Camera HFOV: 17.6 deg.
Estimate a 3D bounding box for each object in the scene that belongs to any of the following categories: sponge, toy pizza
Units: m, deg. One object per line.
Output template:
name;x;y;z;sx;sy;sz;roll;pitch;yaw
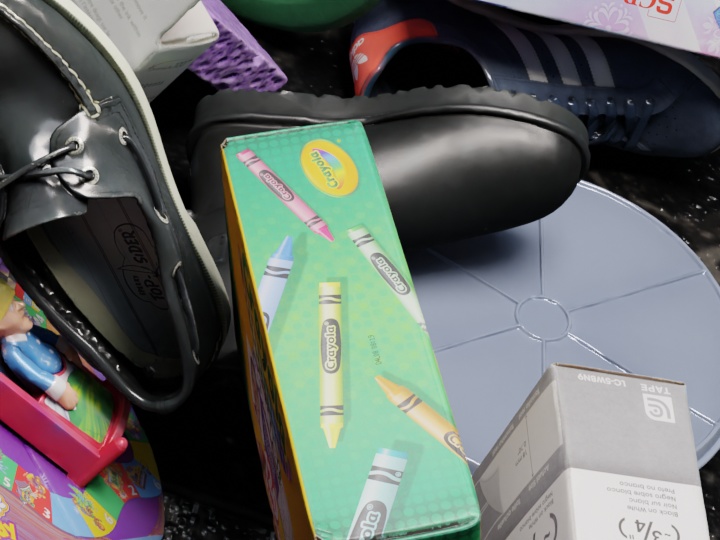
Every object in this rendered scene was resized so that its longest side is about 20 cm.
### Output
sponge;-0.102;-0.138;1.054;0.030;0.200;0.112;-42;74;5
toy pizza;0.081;0.031;1.082;0.199;0.032;0.201;8;48;-9

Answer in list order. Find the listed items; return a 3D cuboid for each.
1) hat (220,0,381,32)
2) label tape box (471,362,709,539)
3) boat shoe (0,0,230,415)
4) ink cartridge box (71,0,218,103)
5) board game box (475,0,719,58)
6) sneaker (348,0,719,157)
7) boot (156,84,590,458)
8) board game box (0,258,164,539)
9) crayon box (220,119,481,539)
hat;-0.020;-0.240;1.184;0.200;0.166;0.176;47;40;0
label tape box;0.084;0.159;0.910;0.063;0.144;0.201;10;50;-17
boat shoe;-0.113;-0.026;0.888;0.074;0.200;0.066;-15;31;15
ink cartridge box;-0.116;-0.170;0.916;0.043;0.173;0.200;-15;72;-53
board game box;0.108;-0.156;1.176;0.199;0.041;0.200;11;14;-16
sneaker;0.087;-0.081;1.159;0.199;0.075;0.085;15;46;0
boot;0.001;-0.001;1.018;0.197;0.073;0.163;2;53;4
board game box;-0.134;0.034;0.912;0.158;0.039;0.200;57;20;17
crayon box;-0.006;0.056;0.857;0.058;0.119;0.200;-9;47;-7
